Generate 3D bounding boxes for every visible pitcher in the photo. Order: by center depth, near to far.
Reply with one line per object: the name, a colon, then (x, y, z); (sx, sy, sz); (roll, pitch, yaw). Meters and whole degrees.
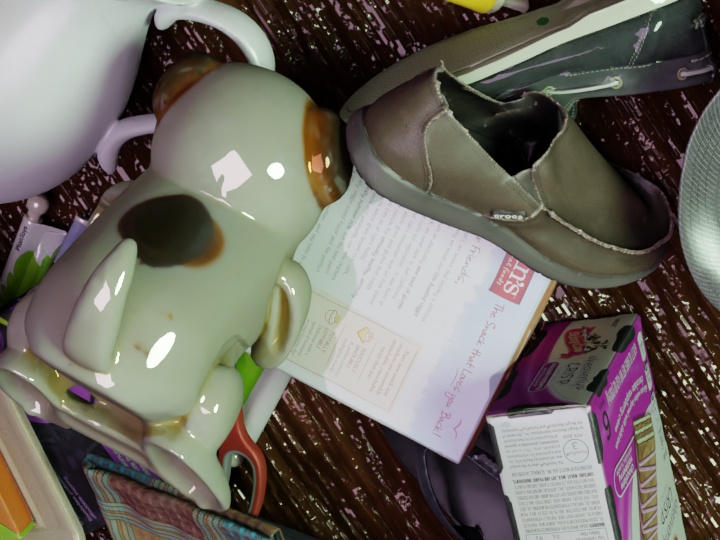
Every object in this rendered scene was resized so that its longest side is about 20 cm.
pitcher: (-0.154, -0.110, 1.162); (0.172, 0.121, 0.200); (45, 125, -1)

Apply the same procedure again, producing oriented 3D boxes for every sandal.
sandal: (0.075, 0.133, 1.220); (0.076, 0.043, 0.200); (-30, 97, 25)

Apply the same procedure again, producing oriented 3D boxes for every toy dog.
toy dog: (-0.092, -0.014, 1.072); (0.139, 0.200, 0.194); (22, 158, 22)

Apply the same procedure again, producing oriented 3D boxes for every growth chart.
growth chart: (-0.129, 0.031, 1.268); (0.200, 0.018, 0.145); (22, 115, 8)

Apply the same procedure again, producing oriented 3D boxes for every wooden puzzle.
wooden puzzle: (-0.275, 0.103, 1.280); (0.185, 0.037, 0.200); (-9, 110, 32)

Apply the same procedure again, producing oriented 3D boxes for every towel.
towel: (-0.082, 0.197, 1.244); (0.146, 0.022, 0.200); (16, 141, 32)

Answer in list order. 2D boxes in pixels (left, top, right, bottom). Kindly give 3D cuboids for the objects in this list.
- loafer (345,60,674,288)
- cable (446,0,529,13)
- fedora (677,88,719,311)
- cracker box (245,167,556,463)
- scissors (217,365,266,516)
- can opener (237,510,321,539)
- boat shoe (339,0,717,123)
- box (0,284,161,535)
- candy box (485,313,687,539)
loafer: (0.090, -0.048, 1.081); (0.200, 0.073, 0.071); (16, 136, -33)
cable: (0.005, -0.178, 1.089); (0.199, 0.050, 0.097); (1, 137, -15)
fedora: (0.262, -0.047, 1.067); (0.199, 0.090, 0.177); (1, 111, 12)
cracker box: (0.000, 0.000, 1.173); (0.200, 0.058, 0.134); (28, 97, 8)
scissors: (-0.075, 0.067, 1.249); (0.073, 0.014, 0.200); (22, 113, 13)
can opener: (0.002, 0.196, 1.245); (0.200, 0.079, 0.063); (29, 77, 10)
boat shoe: (0.087, -0.098, 1.115); (0.200, 0.072, 0.068); (-17, 113, 13)
box: (-0.206, 0.100, 1.286); (0.200, 0.036, 0.143); (-29, 101, 37)
candy box: (0.132, 0.141, 1.153); (0.061, 0.136, 0.201); (-7, 107, 21)
